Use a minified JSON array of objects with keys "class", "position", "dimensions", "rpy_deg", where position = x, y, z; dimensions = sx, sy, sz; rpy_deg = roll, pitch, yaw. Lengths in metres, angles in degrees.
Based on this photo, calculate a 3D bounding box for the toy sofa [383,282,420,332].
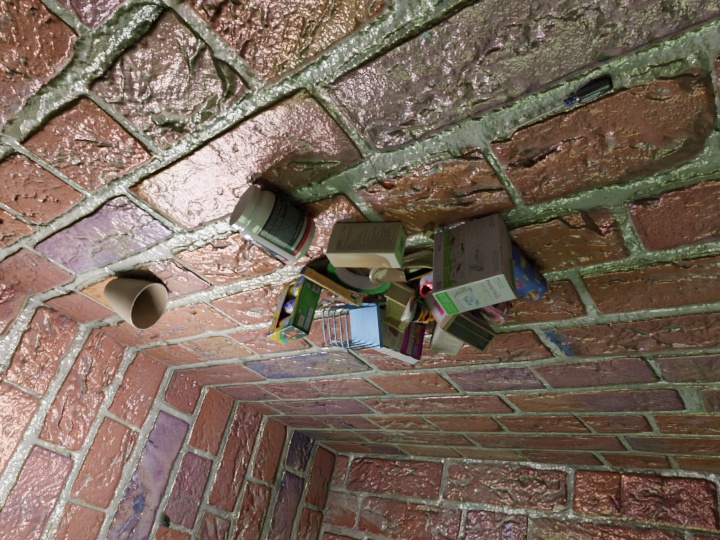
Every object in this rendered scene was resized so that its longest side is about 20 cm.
[{"class":"toy sofa","position":[0.131,0.104,1.660],"dimensions":[0.082,0.098,0.201],"rpy_deg":[26,154,16]}]

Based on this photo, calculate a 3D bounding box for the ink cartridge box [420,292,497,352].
[{"class":"ink cartridge box","position":[0.283,0.128,1.514],"dimensions":[0.164,0.201,0.075],"rpy_deg":[30,107,-25]}]

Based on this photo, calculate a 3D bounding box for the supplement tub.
[{"class":"supplement tub","position":[-0.230,-0.120,1.374],"dimensions":[0.199,0.142,0.140],"rpy_deg":[32,146,-27]}]

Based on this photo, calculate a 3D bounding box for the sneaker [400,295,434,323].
[{"class":"sneaker","position":[0.179,0.124,1.559],"dimensions":[0.077,0.079,0.200],"rpy_deg":[30,-166,17]}]

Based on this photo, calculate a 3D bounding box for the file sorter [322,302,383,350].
[{"class":"file sorter","position":[-0.030,0.182,1.695],"dimensions":[0.121,0.141,0.199],"rpy_deg":[-6,-179,-27]}]

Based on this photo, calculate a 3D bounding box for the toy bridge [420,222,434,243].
[{"class":"toy bridge","position":[0.247,-0.067,1.370],"dimensions":[0.198,0.028,0.067],"rpy_deg":[21,150,-11]}]

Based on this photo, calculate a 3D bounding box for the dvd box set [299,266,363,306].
[{"class":"dvd box set","position":[-0.094,0.049,1.623],"dimensions":[0.198,0.030,0.146],"rpy_deg":[30,175,-12]}]

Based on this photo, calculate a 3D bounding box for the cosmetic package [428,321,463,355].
[{"class":"cosmetic package","position":[0.299,0.199,1.729],"dimensions":[0.102,0.088,0.201],"rpy_deg":[14,151,2]}]

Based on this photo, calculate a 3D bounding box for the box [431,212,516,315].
[{"class":"box","position":[0.268,-0.017,1.241],"dimensions":[0.174,0.202,0.097],"rpy_deg":[-18,132,26]}]

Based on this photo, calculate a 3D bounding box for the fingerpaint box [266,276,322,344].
[{"class":"fingerpaint box","position":[-0.215,0.126,1.716],"dimensions":[0.073,0.202,0.166],"rpy_deg":[31,146,-26]}]

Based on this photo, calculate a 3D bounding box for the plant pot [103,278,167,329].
[{"class":"plant pot","position":[-0.892,0.106,2.024],"dimensions":[0.198,0.189,0.188],"rpy_deg":[20,153,19]}]

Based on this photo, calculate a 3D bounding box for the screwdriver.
[{"class":"screwdriver","position":[0.353,-0.295,0.942],"dimensions":[0.198,0.028,0.029],"rpy_deg":[-18,166,37]}]

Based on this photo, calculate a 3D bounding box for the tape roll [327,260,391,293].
[{"class":"tape roll","position":[0.000,0.000,1.567],"dimensions":[0.197,0.049,0.201],"rpy_deg":[11,149,6]}]

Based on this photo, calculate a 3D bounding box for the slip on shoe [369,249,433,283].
[{"class":"slip on shoe","position":[0.118,0.003,1.454],"dimensions":[0.197,0.061,0.076],"rpy_deg":[-15,134,14]}]

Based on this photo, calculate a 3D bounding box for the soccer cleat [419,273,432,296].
[{"class":"soccer cleat","position":[0.227,0.019,1.452],"dimensions":[0.066,0.077,0.200],"rpy_deg":[24,157,-16]}]

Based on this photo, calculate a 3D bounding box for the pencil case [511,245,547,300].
[{"class":"pencil case","position":[0.407,0.000,1.354],"dimensions":[0.199,0.088,0.078],"rpy_deg":[36,148,-30]}]

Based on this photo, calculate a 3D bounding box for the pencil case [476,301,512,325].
[{"class":"pencil case","position":[0.340,0.080,1.488],"dimensions":[0.198,0.084,0.086],"rpy_deg":[30,152,-20]}]

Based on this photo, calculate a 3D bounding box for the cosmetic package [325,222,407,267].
[{"class":"cosmetic package","position":[0.016,-0.068,1.394],"dimensions":[0.197,0.106,0.071],"rpy_deg":[2,148,23]}]

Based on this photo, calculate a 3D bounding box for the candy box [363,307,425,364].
[{"class":"candy box","position":[0.119,0.224,1.799],"dimensions":[0.198,0.138,0.061],"rpy_deg":[23,149,-13]}]
